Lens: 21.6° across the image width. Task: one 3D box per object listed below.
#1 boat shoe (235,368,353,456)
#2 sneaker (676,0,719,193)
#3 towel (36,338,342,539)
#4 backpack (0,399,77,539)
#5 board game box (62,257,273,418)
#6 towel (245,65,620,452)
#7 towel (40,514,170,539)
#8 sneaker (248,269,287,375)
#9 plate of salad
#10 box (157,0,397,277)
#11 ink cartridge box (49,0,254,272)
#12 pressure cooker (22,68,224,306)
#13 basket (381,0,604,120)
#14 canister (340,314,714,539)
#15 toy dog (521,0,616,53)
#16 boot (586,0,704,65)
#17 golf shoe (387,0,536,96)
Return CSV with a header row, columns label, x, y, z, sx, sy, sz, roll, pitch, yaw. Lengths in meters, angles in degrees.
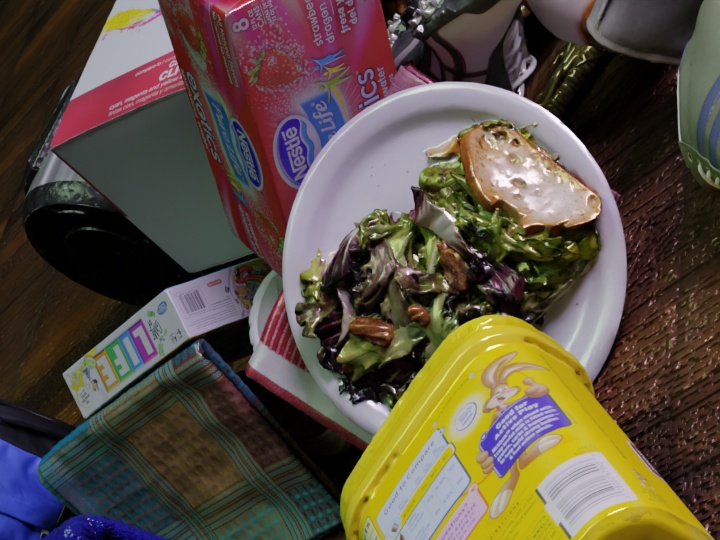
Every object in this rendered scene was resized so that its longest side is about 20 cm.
label,x,y,z,sx,sy,sz,roll,pitch,yaw
boat shoe,-0.065,0.090,1.234,0.200,0.072,0.072,-18,46,60
sneaker,0.193,-0.061,0.892,0.090,0.067,0.201,116,159,-44
towel,-0.109,0.137,1.181,0.200,0.147,0.022,-36,9,44
backpack,-0.246,0.182,1.338,0.168,0.200,0.162,-64,23,-11
board game box,-0.078,0.029,1.222,0.200,0.034,0.134,-20,-11,-44
towel,0.034,0.007,1.039,0.201,0.144,0.023,-61,-18,11
towel,-0.173,0.234,1.192,0.200,0.147,0.050,-42,37,35
sneaker,0.000,0.000,1.147,0.082,0.075,0.200,-33,15,43
plate of salad,0.043,0.000,0.996,0.200,0.200,0.048,-53,-19,16
box,-0.038,-0.098,1.082,0.095,0.201,0.100,-29,39,-18
ink cartridge box,-0.085,-0.131,1.270,0.144,0.145,0.201,-19,42,39
pressure cooker,-0.171,-0.089,1.561,0.175,0.179,0.201,-5,55,40
basket,0.080,-0.189,1.176,0.200,0.142,0.149,-55,22,13
canister,0.073,0.125,0.875,0.149,0.086,0.200,-55,24,10
toy dog,0.146,-0.219,1.033,0.139,0.193,0.201,31,129,42
boot,0.221,-0.197,0.950,0.073,0.181,0.201,-115,30,-50
golf shoe,0.069,-0.135,1.064,0.077,0.088,0.200,-60,7,-17
